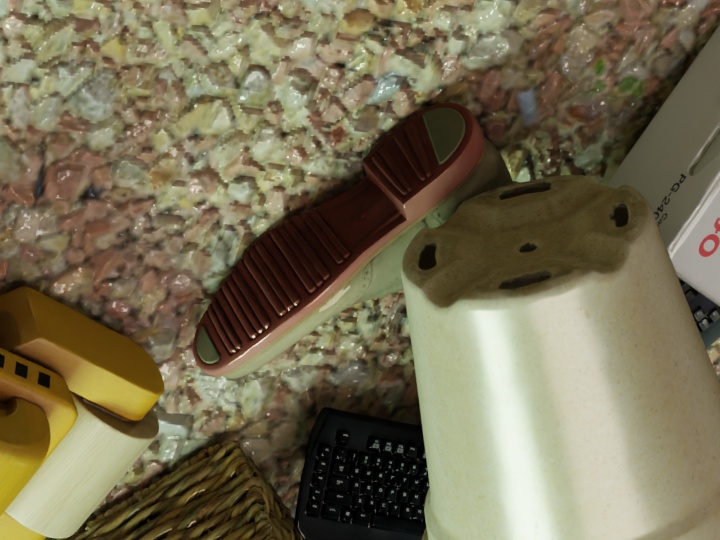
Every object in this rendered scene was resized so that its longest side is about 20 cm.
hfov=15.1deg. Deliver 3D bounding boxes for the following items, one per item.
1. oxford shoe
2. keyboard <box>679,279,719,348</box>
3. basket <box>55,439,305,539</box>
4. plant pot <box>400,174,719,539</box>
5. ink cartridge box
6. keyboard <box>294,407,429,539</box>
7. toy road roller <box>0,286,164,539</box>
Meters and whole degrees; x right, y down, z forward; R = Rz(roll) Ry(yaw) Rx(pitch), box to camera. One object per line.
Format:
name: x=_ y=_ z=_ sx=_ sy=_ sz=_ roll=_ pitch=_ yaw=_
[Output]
oxford shoe: x=0.000 y=0.000 z=1.458 sx=0.200 sy=0.071 sz=0.075 roll=-38 pitch=132 yaw=8
keyboard: x=0.138 y=0.029 z=1.539 sx=0.200 sy=0.021 sz=0.127 roll=-39 pitch=121 yaw=-8
basket: x=-0.103 y=0.224 z=1.534 sx=0.199 sy=0.143 sz=0.149 roll=-30 pitch=130 yaw=2
plant pot: x=0.106 y=0.060 z=1.411 sx=0.199 sy=0.201 sz=0.184 roll=-19 pitch=116 yaw=-7
ink cartridge box: x=0.247 y=-0.036 z=1.506 sx=0.200 sy=0.083 sz=0.146 roll=32 pitch=95 yaw=-35
keyboard: x=0.060 y=0.119 z=1.557 sx=0.199 sy=0.040 sz=0.105 roll=13 pitch=81 yaw=-30
toy road roller: x=-0.194 y=0.091 z=1.396 sx=0.199 sy=0.146 sz=0.123 roll=28 pitch=112 yaw=-35
